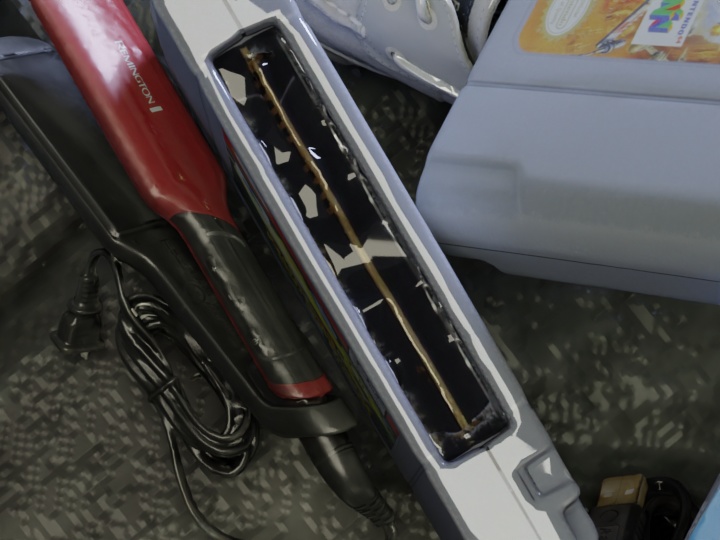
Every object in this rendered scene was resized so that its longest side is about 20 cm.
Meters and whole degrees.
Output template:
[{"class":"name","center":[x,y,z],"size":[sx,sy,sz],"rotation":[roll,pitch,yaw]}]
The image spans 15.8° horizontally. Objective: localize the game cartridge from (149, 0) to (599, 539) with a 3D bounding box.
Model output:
[{"class":"game cartridge","center":[0.000,0.000,0.735],"size":[0.041,0.133,0.201],"rotation":[-30,84,0]}]

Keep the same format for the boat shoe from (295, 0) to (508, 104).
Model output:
[{"class":"boat shoe","center":[0.038,-0.076,0.775],"size":[0.200,0.069,0.072],"rotation":[35,86,5]}]

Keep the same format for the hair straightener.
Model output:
[{"class":"hair straightener","center":[-0.056,0.008,0.783],"size":[0.077,0.041,0.200],"rotation":[-42,80,37]}]

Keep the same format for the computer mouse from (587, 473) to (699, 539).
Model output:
[{"class":"computer mouse","center":[0.151,0.126,0.748],"size":[0.199,0.110,0.044],"rotation":[18,126,-2]}]

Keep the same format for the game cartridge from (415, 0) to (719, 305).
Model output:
[{"class":"game cartridge","center":[0.107,-0.085,0.692],"size":[0.042,0.133,0.201],"rotation":[42,66,-36]}]

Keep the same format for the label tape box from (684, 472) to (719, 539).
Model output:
[{"class":"label tape box","center":[0.157,0.091,0.681],"size":[0.143,0.200,0.066],"rotation":[29,86,10]}]
